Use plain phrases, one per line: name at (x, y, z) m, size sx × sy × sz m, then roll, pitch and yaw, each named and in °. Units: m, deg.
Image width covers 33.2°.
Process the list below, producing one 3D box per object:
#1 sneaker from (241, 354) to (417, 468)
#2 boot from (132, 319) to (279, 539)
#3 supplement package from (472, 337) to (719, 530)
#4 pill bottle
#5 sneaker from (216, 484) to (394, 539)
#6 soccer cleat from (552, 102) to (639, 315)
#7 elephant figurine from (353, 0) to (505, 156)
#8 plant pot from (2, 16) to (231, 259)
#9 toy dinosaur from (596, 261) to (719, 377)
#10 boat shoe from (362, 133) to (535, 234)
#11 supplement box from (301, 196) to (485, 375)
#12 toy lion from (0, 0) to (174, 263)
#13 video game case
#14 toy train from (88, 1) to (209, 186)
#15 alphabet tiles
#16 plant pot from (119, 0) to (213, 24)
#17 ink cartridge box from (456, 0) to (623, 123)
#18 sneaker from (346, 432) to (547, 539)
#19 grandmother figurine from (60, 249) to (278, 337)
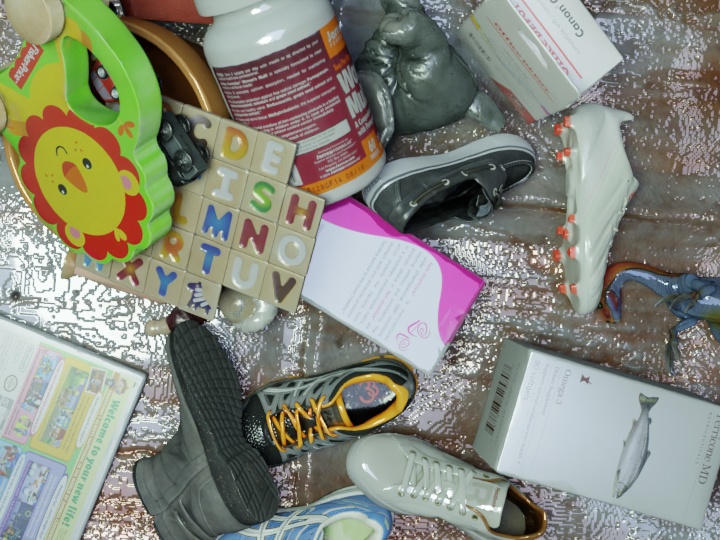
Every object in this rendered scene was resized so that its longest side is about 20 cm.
sneaker at (-0.040, 0.132, 1.121) m, size 0.199 × 0.077 × 0.079 m, roll -23°, pitch 96°, yaw -2°
boot at (-0.165, 0.158, 1.101) m, size 0.131 × 0.070 × 0.201 m, roll -28°, pitch 76°, yaw 33°
supplement package at (0.222, 0.148, 1.123) m, size 0.199 × 0.117 × 0.118 m, roll 16°, pitch 90°, yaw -5°
pill bottle at (-0.060, -0.157, 0.969) m, size 0.109 × 0.110 × 0.201 m, roll -23°, pitch 114°, yaw -4°
sneaker at (-0.062, 0.255, 1.124) m, size 0.199 × 0.077 × 0.076 m, roll -24°, pitch 95°, yaw -2°
soccer cleat at (0.227, -0.058, 1.143) m, size 0.077 × 0.069 × 0.201 m, roll 0°, pitch 89°, yaw -8°
elephant figurine at (-0.005, -0.154, 1.102) m, size 0.200 × 0.142 × 0.155 m, roll -38°, pitch 50°, yaw 7°
plant pot at (-0.187, -0.125, 1.047) m, size 0.199 × 0.140 × 0.201 m, roll 6°, pitch 109°, yaw 17°
toy dinosaur at (0.325, 0.036, 1.166) m, size 0.181 × 0.200 × 0.105 m, roll 33°, pitch 128°, yaw 16°
boat shoe at (0.094, -0.072, 1.087) m, size 0.199 × 0.070 × 0.066 m, roll -12°, pitch 54°, yaw -40°
supplement box at (0.000, 0.000, 1.107) m, size 0.199 × 0.103 × 0.101 m, roll 32°, pitch 88°, yaw -4°
toy lion at (-0.211, -0.105, 0.925) m, size 0.192 × 0.200 × 0.069 m, roll 48°, pitch 45°, yaw 0°
video game case at (-0.320, 0.155, 1.127) m, size 0.181 × 0.022 × 0.201 m, roll 23°, pitch 89°, yaw -5°
toy train at (-0.186, -0.151, 0.940) m, size 0.046 × 0.034 × 0.200 m, roll -35°, pitch 87°, yaw 34°
alphabet tiles at (-0.130, -0.045, 0.971) m, size 0.199 × 0.008 × 0.168 m, roll 21°, pitch 111°, yaw 12°
plant pot at (-0.130, -0.305, 1.050) m, size 0.199 × 0.200 × 0.177 m, roll 4°, pitch 103°, yaw -5°
ink cartridge box at (0.158, -0.202, 1.064) m, size 0.067 × 0.200 × 0.117 m, roll -40°, pitch 95°, yaw -2°
sneaker at (0.086, 0.197, 1.111) m, size 0.199 × 0.085 × 0.073 m, roll 25°, pitch 65°, yaw -18°
grandmother figurine at (-0.172, 0.011, 1.115) m, size 0.199 × 0.061 × 0.122 m, roll 17°, pitch 120°, yaw -3°
